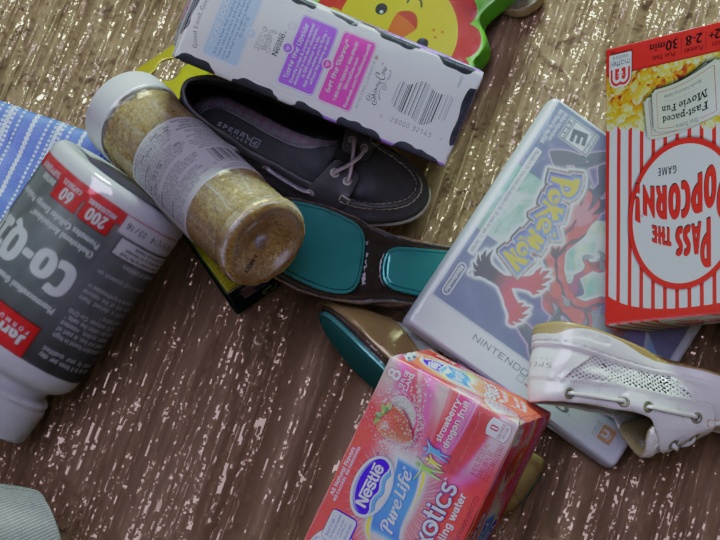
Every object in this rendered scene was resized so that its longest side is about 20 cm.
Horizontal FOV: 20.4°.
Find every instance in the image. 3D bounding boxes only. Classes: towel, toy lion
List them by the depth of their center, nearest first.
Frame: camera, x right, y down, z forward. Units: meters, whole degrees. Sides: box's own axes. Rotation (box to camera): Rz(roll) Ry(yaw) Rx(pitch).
[{"bbox_3d":[0.031,-0.213,1.543,0.192,0.069,0.200,-40,70,0],"label":"toy lion"},{"bbox_3d":[-0.304,-0.069,1.547,0.200,0.024,0.145,20,73,14],"label":"towel"}]

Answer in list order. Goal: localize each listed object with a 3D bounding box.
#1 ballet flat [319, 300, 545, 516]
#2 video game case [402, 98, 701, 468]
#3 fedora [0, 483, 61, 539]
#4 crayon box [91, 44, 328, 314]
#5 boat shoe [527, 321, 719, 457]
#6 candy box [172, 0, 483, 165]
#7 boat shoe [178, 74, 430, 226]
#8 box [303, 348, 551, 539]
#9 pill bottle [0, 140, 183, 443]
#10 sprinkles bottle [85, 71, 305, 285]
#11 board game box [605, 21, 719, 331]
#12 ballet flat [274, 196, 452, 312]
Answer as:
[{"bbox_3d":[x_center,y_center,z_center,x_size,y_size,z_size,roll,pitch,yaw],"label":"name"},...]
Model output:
[{"bbox_3d":[0.053,0.087,1.426,0.063,0.069,0.200,-37,78,-17],"label":"ballet flat"},{"bbox_3d":[0.157,0.008,1.424,0.182,0.023,0.200,35,76,-6],"label":"video game case"},{"bbox_3d":[-0.257,0.226,1.380,0.090,0.177,0.200,6,90,-25],"label":"fedora"},{"bbox_3d":[-0.097,-0.083,1.510,0.127,0.051,0.200,-33,70,-6],"label":"crayon box"},{"bbox_3d":[0.201,0.096,1.372,0.200,0.071,0.069,19,76,-14],"label":"boat shoe"},{"bbox_3d":[-0.028,-0.149,1.398,0.200,0.168,0.072,21,97,-9],"label":"candy box"},{"bbox_3d":[-0.045,-0.087,1.448,0.200,0.057,0.067,22,72,14],"label":"boat shoe"},{"bbox_3d":[0.033,0.163,1.343,0.103,0.095,0.200,27,99,16],"label":"box"},{"bbox_3d":[-0.226,0.017,1.438,0.114,0.114,0.200,36,93,18],"label":"pill bottle"},{"bbox_3d":[-0.118,-0.067,1.387,0.068,0.068,0.200,-40,47,-8],"label":"sprinkles bottle"},{"bbox_3d":[0.236,-0.063,1.361,0.151,0.046,0.200,-10,77,51],"label":"board game box"},{"bbox_3d":[0.000,0.000,1.437,0.200,0.067,0.068,18,74,-10],"label":"ballet flat"}]
